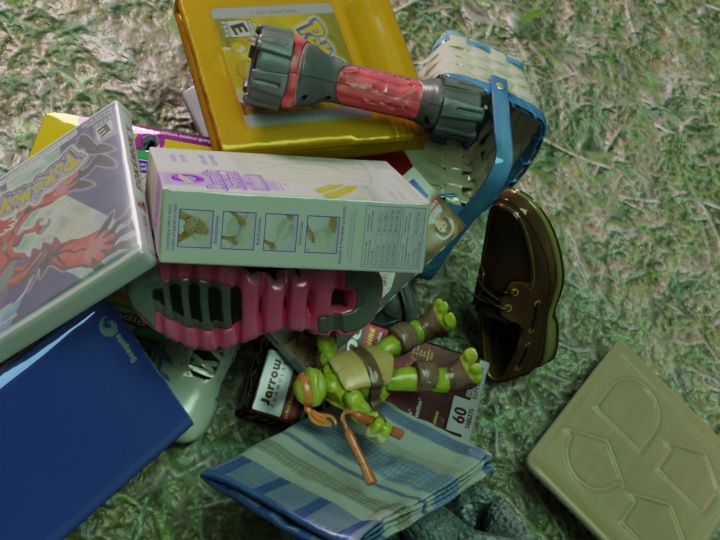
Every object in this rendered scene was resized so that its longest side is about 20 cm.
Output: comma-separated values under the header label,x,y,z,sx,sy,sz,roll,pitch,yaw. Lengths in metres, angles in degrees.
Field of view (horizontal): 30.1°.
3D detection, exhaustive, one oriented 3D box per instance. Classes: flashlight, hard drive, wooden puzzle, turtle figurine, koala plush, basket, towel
label,x,y,z,sx,sy,sz,roll,pitch,yaw
flashlight,0.004,-0.151,1.111,0.198,0.068,0.068,11,55,-10
hard drive,-0.238,0.129,1.018,0.200,0.025,0.132,-41,110,-26
wooden puzzle,0.260,0.190,1.267,0.185,0.046,0.200,45,52,1
turtle figurine,0.013,0.087,1.061,0.160,0.065,0.200,-13,45,-24
koala plush,0.013,0.242,1.060,0.198,0.179,0.184,4,26,-16
basket,0.094,-0.112,1.256,0.138,0.177,0.201,22,49,-15
towel,-0.005,0.150,1.018,0.146,0.024,0.199,23,25,30

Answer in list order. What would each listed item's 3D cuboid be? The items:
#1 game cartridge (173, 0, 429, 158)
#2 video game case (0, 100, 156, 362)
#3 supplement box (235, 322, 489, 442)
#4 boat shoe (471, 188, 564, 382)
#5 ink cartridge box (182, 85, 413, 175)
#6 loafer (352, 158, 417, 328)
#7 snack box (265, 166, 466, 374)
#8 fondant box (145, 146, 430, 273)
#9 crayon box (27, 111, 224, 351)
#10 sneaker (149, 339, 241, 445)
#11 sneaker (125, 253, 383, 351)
label,x,y,z,sx,sy,sz,roll,pitch,yaw
game cartridge,-0.048,-0.175,1.166,0.199,0.033,0.177,-9,62,-20
video game case,-0.252,-0.021,1.030,0.023,0.199,0.183,48,17,-44
supplement box,0.003,0.103,1.165,0.199,0.061,0.110,19,76,-14
boat shoe,0.139,0.021,1.213,0.067,0.201,0.072,-33,44,-30
ink cartridge box,-0.052,-0.114,1.210,0.161,0.050,0.201,-28,65,-2
loafer,-0.012,-0.032,1.234,0.063,0.072,0.201,-18,78,-26
snack box,0.000,0.000,1.140,0.072,0.024,0.200,47,67,-1
fondant box,-0.060,-0.048,1.024,0.198,0.144,0.059,1,106,-14
crayon box,-0.191,-0.036,1.120,0.198,0.058,0.174,10,60,6
sneaker,-0.130,0.051,1.138,0.071,0.072,0.201,24,60,-14
sneaker,-0.087,0.007,1.041,0.198,0.080,0.096,2,27,-20
